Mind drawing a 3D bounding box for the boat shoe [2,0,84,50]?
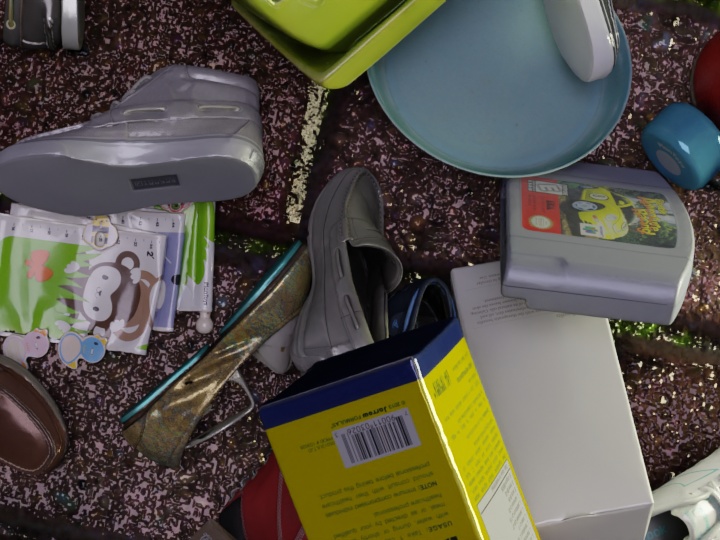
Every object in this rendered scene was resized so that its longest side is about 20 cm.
[{"bbox_3d":[-0.242,-0.267,1.151,0.060,0.072,0.204,-2,90,-4],"label":"boat shoe"}]

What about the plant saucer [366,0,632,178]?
[{"bbox_3d":[0.100,-0.152,1.131,0.198,0.027,0.202,2,66,-5],"label":"plant saucer"}]

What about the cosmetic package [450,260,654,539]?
[{"bbox_3d":[0.130,0.094,1.078,0.107,0.085,0.201,-8,63,1],"label":"cosmetic package"}]

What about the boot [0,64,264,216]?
[{"bbox_3d":[-0.169,-0.100,1.140,0.198,0.074,0.096,-1,54,-1],"label":"boot"}]

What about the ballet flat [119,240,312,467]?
[{"bbox_3d":[-0.090,0.067,1.132,0.071,0.071,0.200,45,92,4],"label":"ballet flat"}]

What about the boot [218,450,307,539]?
[{"bbox_3d":[-0.050,0.126,1.125,0.072,0.144,0.201,30,50,-33],"label":"boot"}]

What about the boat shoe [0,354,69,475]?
[{"bbox_3d":[-0.304,0.085,1.123,0.199,0.072,0.076,36,106,6],"label":"boat shoe"}]

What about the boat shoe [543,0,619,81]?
[{"bbox_3d":[0.165,-0.229,1.124,0.067,0.072,0.201,-9,60,-9],"label":"boat shoe"}]

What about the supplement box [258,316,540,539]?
[{"bbox_3d":[0.034,0.148,0.954,0.109,0.109,0.201,-19,94,20],"label":"supplement box"}]

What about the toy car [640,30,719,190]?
[{"bbox_3d":[0.324,-0.117,1.053,0.184,0.200,0.177,-41,86,-10],"label":"toy car"}]

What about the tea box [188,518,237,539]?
[{"bbox_3d":[-0.085,0.315,1.025,0.197,0.133,0.200,-47,125,-10],"label":"tea box"}]

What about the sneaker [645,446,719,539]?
[{"bbox_3d":[0.256,0.172,1.110,0.199,0.080,0.071,-30,84,-2],"label":"sneaker"}]

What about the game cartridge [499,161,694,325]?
[{"bbox_3d":[0.163,-0.027,1.070,0.132,0.200,0.041,10,117,-1],"label":"game cartridge"}]

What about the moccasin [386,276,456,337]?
[{"bbox_3d":[0.038,0.098,1.058,0.080,0.068,0.201,2,65,-22],"label":"moccasin"}]

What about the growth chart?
[{"bbox_3d":[-0.202,0.000,1.161,0.198,0.018,0.146,-4,87,2],"label":"growth chart"}]

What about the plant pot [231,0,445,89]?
[{"bbox_3d":[-0.029,-0.256,1.070,0.200,0.199,0.182,-41,130,-2],"label":"plant pot"}]

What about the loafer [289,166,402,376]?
[{"bbox_3d":[0.000,0.000,1.087,0.069,0.070,0.201,-22,42,27],"label":"loafer"}]
